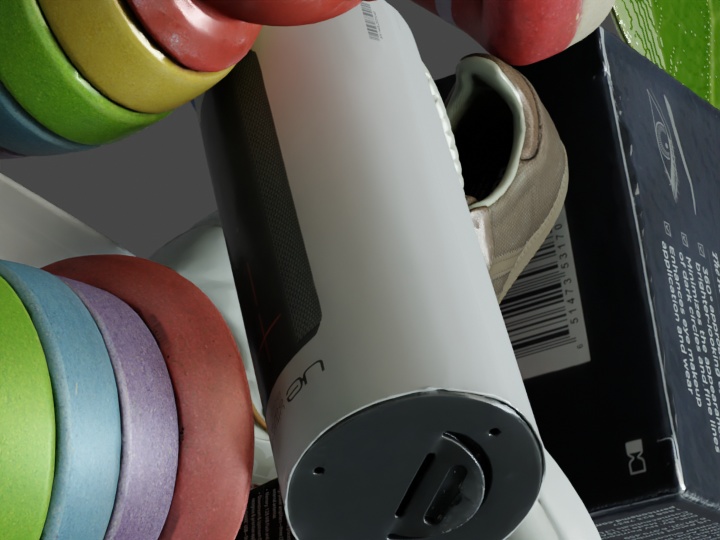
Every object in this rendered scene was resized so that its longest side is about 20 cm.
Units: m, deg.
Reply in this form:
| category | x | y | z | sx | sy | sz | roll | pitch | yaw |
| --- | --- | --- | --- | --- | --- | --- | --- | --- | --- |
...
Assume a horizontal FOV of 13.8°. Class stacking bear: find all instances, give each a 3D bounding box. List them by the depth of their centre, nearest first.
| category | x | y | z | sx | sy | sz | roll | pitch | yaw |
| --- | --- | --- | --- | --- | --- | --- | --- | --- | --- |
| stacking bear | -0.141 | 0.049 | 0.839 | 0.200 | 0.114 | 0.122 | 2 | 74 | -40 |
| stacking bear | -0.077 | -0.098 | 0.944 | 0.114 | 0.200 | 0.122 | 19 | 62 | -55 |

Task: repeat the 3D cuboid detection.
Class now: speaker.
| category | x | y | z | sx | sy | sz | roll | pitch | yaw |
| --- | --- | --- | --- | --- | --- | --- | --- | --- | --- |
| speaker | 0.000 | 0.000 | 0.936 | 0.081 | 0.081 | 0.200 | 46 | 20 | -40 |

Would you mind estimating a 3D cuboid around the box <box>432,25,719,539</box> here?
| category | x | y | z | sx | sy | sz | roll | pitch | yaw |
| --- | --- | --- | --- | --- | --- | --- | --- | --- | --- |
| box | 0.107 | 0.029 | 1.253 | 0.200 | 0.117 | 0.197 | 25 | 53 | -58 |

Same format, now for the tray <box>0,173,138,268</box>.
| category | x | y | z | sx | sy | sz | roll | pitch | yaw |
| --- | --- | --- | --- | --- | --- | --- | --- | --- | --- |
| tray | -0.149 | 0.011 | 0.932 | 0.200 | 0.022 | 0.108 | 33 | 73 | -49 |

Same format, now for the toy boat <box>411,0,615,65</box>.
| category | x | y | z | sx | sy | sz | roll | pitch | yaw |
| --- | --- | --- | --- | --- | --- | --- | --- | --- | --- |
| toy boat | 0.008 | -0.149 | 1.151 | 0.131 | 0.200 | 0.131 | -28 | 132 | -29 |

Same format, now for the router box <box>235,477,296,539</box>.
| category | x | y | z | sx | sy | sz | roll | pitch | yaw |
| --- | --- | --- | --- | --- | --- | --- | --- | --- | --- |
| router box | -0.004 | 0.160 | 1.001 | 0.200 | 0.149 | 0.051 | 53 | 21 | -33 |

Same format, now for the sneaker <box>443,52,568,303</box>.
| category | x | y | z | sx | sy | sz | roll | pitch | yaw |
| --- | --- | --- | --- | --- | --- | --- | --- | --- | --- |
| sneaker | 0.018 | 0.008 | 1.109 | 0.200 | 0.070 | 0.076 | -68 | 151 | -29 |

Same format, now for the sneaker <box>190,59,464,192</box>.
| category | x | y | z | sx | sy | sz | roll | pitch | yaw |
| --- | --- | --- | --- | --- | --- | --- | --- | --- | --- |
| sneaker | -0.039 | -0.084 | 1.081 | 0.200 | 0.077 | 0.111 | 50 | -4 | -14 |

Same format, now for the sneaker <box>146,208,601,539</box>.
| category | x | y | z | sx | sy | sz | roll | pitch | yaw |
| --- | --- | --- | --- | --- | --- | --- | --- | --- | --- |
| sneaker | -0.009 | 0.065 | 1.021 | 0.200 | 0.073 | 0.085 | 39 | 48 | 21 |

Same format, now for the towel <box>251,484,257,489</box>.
| category | x | y | z | sx | sy | sz | roll | pitch | yaw |
| --- | --- | --- | --- | --- | --- | --- | --- | --- | --- |
| towel | -0.017 | 0.066 | 1.151 | 0.200 | 0.022 | 0.145 | -19 | 92 | -61 |
